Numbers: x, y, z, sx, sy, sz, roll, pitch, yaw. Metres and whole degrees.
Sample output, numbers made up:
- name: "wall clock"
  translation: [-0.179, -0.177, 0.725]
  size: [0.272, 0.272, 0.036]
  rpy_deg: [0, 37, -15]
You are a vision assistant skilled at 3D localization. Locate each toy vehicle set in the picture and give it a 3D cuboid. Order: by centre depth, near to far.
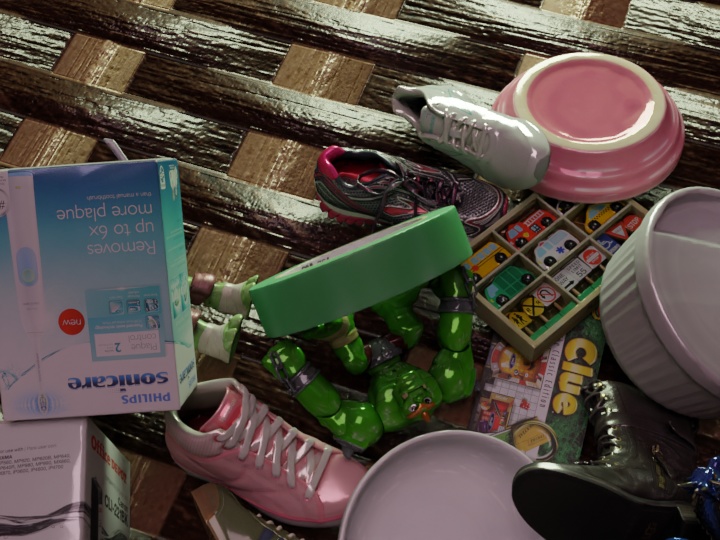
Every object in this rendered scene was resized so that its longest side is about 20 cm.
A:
- name: "toy vehicle set"
  translation: [0.189, -0.014, 0.942]
  size: [0.200, 0.027, 0.124]
  rpy_deg: [-36, 61, -22]

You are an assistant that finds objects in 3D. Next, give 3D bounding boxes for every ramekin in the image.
- name: "ramekin"
  translation: [0.301, 0.035, 0.855]
  size: [0.201, 0.094, 0.203]
  rpy_deg: [12, 60, -21]

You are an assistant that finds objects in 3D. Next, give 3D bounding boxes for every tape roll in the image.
- name: "tape roll"
  translation: [0.000, 0.000, 0.877]
  size: [0.200, 0.200, 0.048]
  rpy_deg: [-22, 94, -6]

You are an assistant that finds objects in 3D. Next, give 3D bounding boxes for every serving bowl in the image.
- name: "serving bowl"
  translation: [0.073, 0.235, 0.807]
  size: [0.199, 0.066, 0.201]
  rpy_deg: [3, 75, -12]

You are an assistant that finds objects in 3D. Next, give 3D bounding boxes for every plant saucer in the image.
- name: "plant saucer"
  translation: [0.230, -0.156, 0.998]
  size: [0.199, 0.051, 0.201]
  rpy_deg: [-3, 50, 3]

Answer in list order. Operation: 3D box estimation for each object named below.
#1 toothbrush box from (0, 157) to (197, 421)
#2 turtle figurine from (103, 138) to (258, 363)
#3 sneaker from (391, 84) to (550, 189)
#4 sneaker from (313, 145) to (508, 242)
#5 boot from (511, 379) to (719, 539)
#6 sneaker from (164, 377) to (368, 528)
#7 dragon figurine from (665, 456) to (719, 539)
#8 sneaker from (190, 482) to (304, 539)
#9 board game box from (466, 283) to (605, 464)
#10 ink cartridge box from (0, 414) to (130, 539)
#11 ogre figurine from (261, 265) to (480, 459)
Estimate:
- name: "toothbrush box"
  translation: [-0.219, 0.013, 0.800]
  size: [0.146, 0.085, 0.201]
  rpy_deg: [-3, 98, 1]
- name: "turtle figurine"
  translation: [-0.194, -0.003, 0.911]
  size: [0.193, 0.144, 0.201]
  rpy_deg: [17, 95, -2]
- name: "sneaker"
  translation: [0.103, -0.133, 0.970]
  size: [0.080, 0.071, 0.200]
  rpy_deg: [2, 24, -40]
- name: "sneaker"
  translation: [0.048, -0.075, 0.979]
  size: [0.199, 0.075, 0.081]
  rpy_deg: [8, 63, 8]
- name: "boot"
  translation: [0.206, 0.153, 0.807]
  size: [0.199, 0.069, 0.174]
  rpy_deg: [18, 30, -11]
- name: "sneaker"
  translation: [-0.084, 0.157, 0.852]
  size: [0.199, 0.105, 0.076]
  rpy_deg: [17, 55, 13]
- name: "dragon figurine"
  translation: [0.238, 0.230, 0.700]
  size: [0.099, 0.059, 0.200]
  rpy_deg: [37, 87, -11]
- name: "sneaker"
  translation: [-0.062, 0.255, 0.829]
  size: [0.090, 0.067, 0.201]
  rpy_deg: [-26, 63, -18]
- name: "board game box"
  translation: [0.167, 0.096, 0.911]
  size: [0.104, 0.023, 0.201]
  rpy_deg: [14, 65, 9]
- name: "ink cartridge box"
  translation: [-0.247, 0.236, 0.804]
  size: [0.083, 0.144, 0.201]
  rpy_deg: [-7, 63, 0]
- name: "ogre figurine"
  translation: [0.027, 0.082, 0.871]
  size: [0.199, 0.098, 0.120]
  rpy_deg: [-24, 89, -34]
